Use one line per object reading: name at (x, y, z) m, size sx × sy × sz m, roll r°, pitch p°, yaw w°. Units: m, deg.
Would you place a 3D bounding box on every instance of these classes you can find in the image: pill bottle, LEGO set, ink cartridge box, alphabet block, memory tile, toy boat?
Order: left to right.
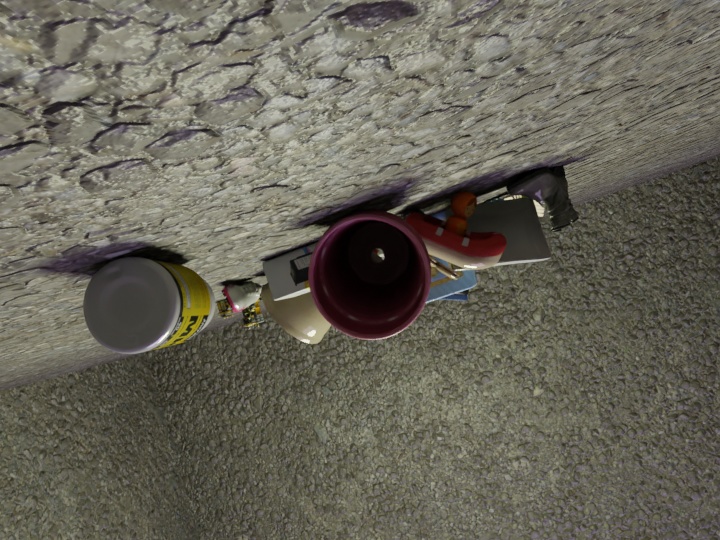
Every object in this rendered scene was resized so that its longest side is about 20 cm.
pill bottle at (-0.269, 0.046, 0.693) m, size 0.112 × 0.116 × 0.200 m, roll -18°, pitch 177°, yaw -1°
LEGO set at (-0.340, 0.127, 1.598) m, size 0.197 × 0.118 × 0.153 m, roll -20°, pitch 176°, yaw 24°
ink cartridge box at (-0.084, -0.009, 1.074) m, size 0.197 × 0.084 × 0.146 m, roll -19°, pitch 177°, yaw 11°
memory tile at (0.118, -0.036, 1.074) m, size 0.017 × 0.198 × 0.153 m, roll -58°, pitch 173°, yaw 4°
alphabet block at (0.165, -0.023, 1.282) m, size 0.193 × 0.199 × 0.200 m, roll -16°, pitch 176°, yaw 5°
toy boat at (0.188, -0.088, 0.991) m, size 0.197 × 0.133 × 0.131 m, roll 22°, pitch -163°, yaw 7°

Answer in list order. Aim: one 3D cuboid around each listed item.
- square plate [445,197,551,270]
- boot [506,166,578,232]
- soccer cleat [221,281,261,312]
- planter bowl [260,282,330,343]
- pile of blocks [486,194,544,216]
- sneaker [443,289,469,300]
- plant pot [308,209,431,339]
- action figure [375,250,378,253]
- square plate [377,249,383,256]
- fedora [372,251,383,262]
square plate at (0.287, -0.076, 1.100) m, size 0.196 × 0.029 × 0.200 m, roll -7°, pitch -137°, yaw 10°
boot at (0.393, -0.143, 1.076) m, size 0.198 × 0.133 × 0.067 m, roll -16°, pitch 176°, yaw -39°
soccer cleat at (-0.284, 0.054, 1.250) m, size 0.085 × 0.071 × 0.200 m, roll -28°, pitch -177°, yaw -9°
planter bowl at (-0.131, 0.062, 1.286) m, size 0.135 × 0.200 × 0.200 m, roll -46°, pitch 169°, yaw 14°
pile of blocks at (0.369, -0.170, 1.285) m, size 0.197 × 0.082 × 0.063 m, roll -9°, pitch -135°, yaw 34°
sneaker at (0.233, 0.047, 1.555) m, size 0.196 × 0.080 × 0.070 m, roll 4°, pitch 175°, yaw -11°
plant pot at (0.023, -0.011, 0.875) m, size 0.197 × 0.203 × 0.179 m, roll -19°, pitch -167°, yaw 13°
action figure at (0.041, 0.002, 1.572) m, size 0.098 × 0.066 × 0.200 m, roll 20°, pitch -132°, yaw 34°
square plate at (0.161, -0.086, 1.522) m, size 0.195 × 0.029 × 0.199 m, roll -19°, pitch 177°, yaw 23°
fedora at (0.000, 0.000, 1.208) m, size 0.175 × 0.201 × 0.091 m, roll 23°, pitch 117°, yaw -32°
